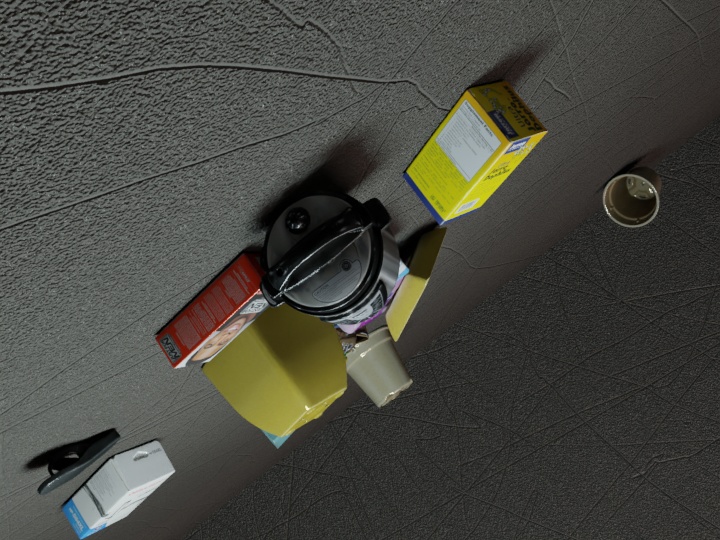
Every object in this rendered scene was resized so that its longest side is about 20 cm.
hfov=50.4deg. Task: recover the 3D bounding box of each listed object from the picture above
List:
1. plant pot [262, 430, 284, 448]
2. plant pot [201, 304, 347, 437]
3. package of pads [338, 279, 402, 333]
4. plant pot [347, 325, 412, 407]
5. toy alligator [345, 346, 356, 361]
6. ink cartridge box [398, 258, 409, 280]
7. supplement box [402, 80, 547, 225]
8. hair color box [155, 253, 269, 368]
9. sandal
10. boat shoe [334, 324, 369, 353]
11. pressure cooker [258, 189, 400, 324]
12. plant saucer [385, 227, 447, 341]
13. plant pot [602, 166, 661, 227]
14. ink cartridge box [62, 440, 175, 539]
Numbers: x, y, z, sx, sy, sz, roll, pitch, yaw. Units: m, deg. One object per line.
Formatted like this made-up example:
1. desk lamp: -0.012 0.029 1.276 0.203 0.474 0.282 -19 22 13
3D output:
1. plant pot: -0.176 0.303 1.857 0.200 0.141 0.142 -41 168 -14
2. plant pot: -0.140 0.188 1.436 0.193 0.201 0.196 -21 160 -49
3. package of pads: 0.014 0.052 1.640 0.120 0.076 0.200 -30 165 -23
4. plant pot: 0.057 0.301 2.321 0.199 0.184 0.201 -35 166 -10
5. toy alligator: -0.060 0.215 2.008 0.200 0.059 0.055 -39 -149 50
6. ink cartridge box: 0.000 0.000 1.419 0.144 0.085 0.200 -38 167 4
7. supplement box: 0.178 -0.184 1.213 0.109 0.109 0.200 -23 161 -43
8. hair color box: -0.204 0.060 1.156 0.200 0.062 0.101 -41 167 17
9. sandal: -0.501 0.329 1.339 0.075 0.048 0.200 -44 178 21
10. boat shoe: -0.045 0.167 1.869 0.199 0.073 0.072 -22 160 -48
11. pressure cooker: -0.044 -0.018 1.072 0.200 0.176 0.179 28 75 -74
12. plant saucer: 0.114 0.021 1.673 0.201 0.048 0.201 -64 178 -49
13. plant pot: 1.015 -0.288 2.808 0.183 0.201 0.201 -38 171 -46
14. ink cartridge box: -0.517 0.468 1.643 0.200 0.085 0.145 -43 165 25
